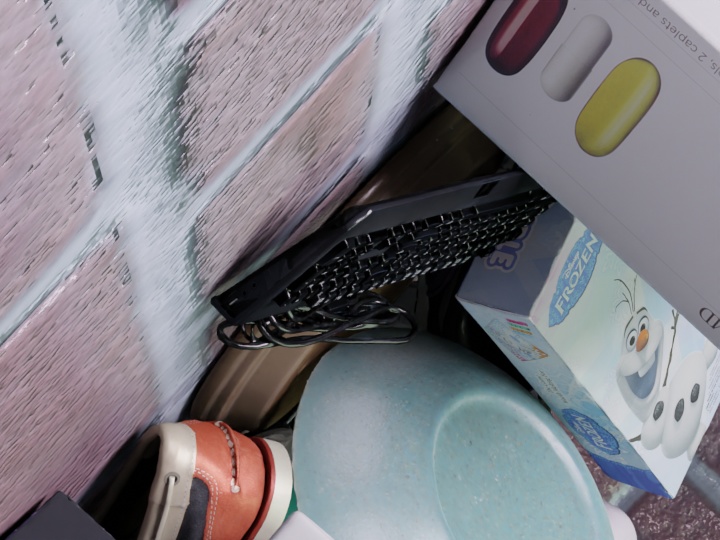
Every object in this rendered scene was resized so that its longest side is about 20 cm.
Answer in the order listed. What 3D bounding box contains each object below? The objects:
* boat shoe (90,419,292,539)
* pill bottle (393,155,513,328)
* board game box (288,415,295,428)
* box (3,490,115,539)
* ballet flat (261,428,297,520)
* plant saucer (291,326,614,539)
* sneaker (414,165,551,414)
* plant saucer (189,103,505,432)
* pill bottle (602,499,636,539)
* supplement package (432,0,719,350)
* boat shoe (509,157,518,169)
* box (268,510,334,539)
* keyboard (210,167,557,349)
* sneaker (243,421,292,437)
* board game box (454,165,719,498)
[{"bbox_3d":[-0.105,0.134,1.244,0.062,0.071,0.200,14,132,-34],"label":"boat shoe"},{"bbox_3d":[0.104,-0.018,1.554,0.200,0.109,0.109,-47,174,-14],"label":"pill bottle"},{"bbox_3d":[-0.024,0.112,1.657,0.200,0.029,0.134,-47,-167,-14],"label":"board game box"},{"bbox_3d":[-0.165,0.197,1.116,0.141,0.079,0.200,-39,168,-52],"label":"box"},{"bbox_3d":[-0.090,0.132,1.323,0.200,0.072,0.072,-55,172,30],"label":"ballet flat"},{"bbox_3d":[0.056,0.109,1.277,0.039,0.201,0.201,-32,-175,38],"label":"plant saucer"},{"bbox_3d":[0.061,0.054,1.436,0.088,0.075,0.201,-104,-174,-53],"label":"sneaker"},{"bbox_3d":[0.000,0.000,1.301,0.200,0.029,0.200,-48,174,-7],"label":"plant saucer"},{"bbox_3d":[0.064,0.147,1.409,0.112,0.199,0.112,-59,166,-25],"label":"pill bottle"},{"bbox_3d":[0.161,-0.071,1.159,0.156,0.200,0.111,-41,170,-45],"label":"supplement package"},{"bbox_3d":[0.102,-0.061,1.374,0.200,0.071,0.072,-52,142,-32],"label":"boat shoe"},{"bbox_3d":[-0.056,0.204,1.129,0.200,0.097,0.124,-48,175,-10],"label":"box"},{"bbox_3d":[0.020,0.001,1.150,0.104,0.040,0.200,-33,170,31],"label":"keyboard"},{"bbox_3d":[-0.064,0.147,1.530,0.129,0.079,0.200,-32,155,-41],"label":"sneaker"},{"bbox_3d":[0.135,-0.027,1.331,0.201,0.043,0.199,-63,147,-16],"label":"board game box"}]
